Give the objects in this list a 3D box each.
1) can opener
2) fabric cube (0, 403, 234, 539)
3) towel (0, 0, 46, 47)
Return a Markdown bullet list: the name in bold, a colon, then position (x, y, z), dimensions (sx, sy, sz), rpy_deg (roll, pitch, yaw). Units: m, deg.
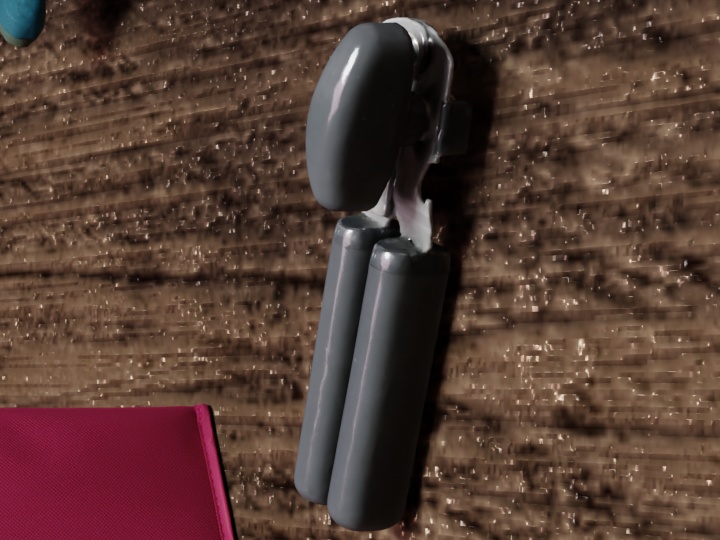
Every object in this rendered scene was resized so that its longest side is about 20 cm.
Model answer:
- **can opener**: position (0.000, 0.000, 1.056), dimensions (0.053, 0.066, 0.201), rpy_deg (35, 124, 54)
- **fabric cube**: position (-0.176, 0.182, 1.221), dimensions (0.200, 0.198, 0.197), rpy_deg (-44, 54, 51)
- **towel**: position (-0.127, -0.218, 1.284), dimensions (0.147, 0.022, 0.200), rpy_deg (-96, 27, -44)
